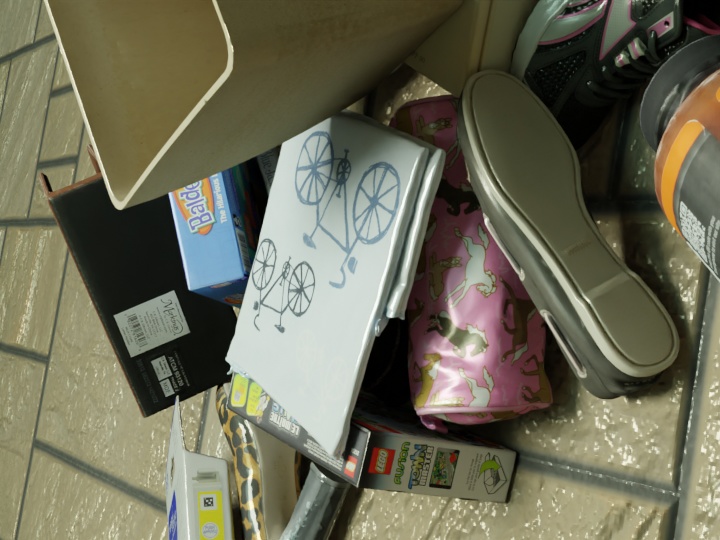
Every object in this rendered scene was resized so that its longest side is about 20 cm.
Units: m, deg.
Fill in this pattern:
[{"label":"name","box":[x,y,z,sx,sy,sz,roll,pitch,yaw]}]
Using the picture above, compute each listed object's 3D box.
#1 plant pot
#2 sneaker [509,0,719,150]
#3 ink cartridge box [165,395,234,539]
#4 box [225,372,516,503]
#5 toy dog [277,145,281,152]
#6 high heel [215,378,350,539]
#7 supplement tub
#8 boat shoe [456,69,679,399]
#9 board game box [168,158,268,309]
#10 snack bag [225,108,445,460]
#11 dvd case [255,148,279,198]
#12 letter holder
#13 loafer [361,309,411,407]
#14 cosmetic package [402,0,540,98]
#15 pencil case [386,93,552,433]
[{"label":"plant pot","box":[-0.061,-0.175,0.740,0.200,0.177,0.200,-36,72,58]},{"label":"sneaker","box":[0.156,-0.139,0.718,0.086,0.080,0.200,58,136,36]},{"label":"ink cartridge box","box":[-0.131,0.231,1.053,0.198,0.047,0.200,111,158,-60]},{"label":"box","box":[0.001,0.105,0.860,0.200,0.110,0.035,16,94,60]},{"label":"toy dog","box":[-0.133,-0.070,1.164,0.132,0.096,0.200,19,97,60]},{"label":"high heel","box":[-0.088,0.176,1.025,0.200,0.071,0.143,40,113,51]},{"label":"supplement tub","box":[0.200,-0.028,0.569,0.107,0.107,0.200,-61,34,27]},{"label":"boat shoe","box":[0.103,-0.017,0.727,0.200,0.067,0.057,62,150,16]},{"label":"board game box","box":[-0.101,-0.051,1.002,0.200,0.045,0.152,38,-141,-78]},{"label":"snack bag","box":[-0.022,0.000,0.816,0.189,0.021,0.200,31,108,59]},{"label":"dvd case","box":[-0.047,-0.025,0.992,0.143,0.018,0.200,69,180,-47]},{"label":"letter holder","box":[-0.181,-0.009,1.062,0.142,0.100,0.200,42,154,62]},{"label":"loafer","box":[0.000,0.000,0.891,0.073,0.071,0.200,-46,44,46]},{"label":"cosmetic package","box":[0.073,-0.213,0.752,0.104,0.073,0.200,41,134,44]},{"label":"pencil case","box":[0.065,-0.004,0.788,0.086,0.083,0.200,-21,73,61]}]
